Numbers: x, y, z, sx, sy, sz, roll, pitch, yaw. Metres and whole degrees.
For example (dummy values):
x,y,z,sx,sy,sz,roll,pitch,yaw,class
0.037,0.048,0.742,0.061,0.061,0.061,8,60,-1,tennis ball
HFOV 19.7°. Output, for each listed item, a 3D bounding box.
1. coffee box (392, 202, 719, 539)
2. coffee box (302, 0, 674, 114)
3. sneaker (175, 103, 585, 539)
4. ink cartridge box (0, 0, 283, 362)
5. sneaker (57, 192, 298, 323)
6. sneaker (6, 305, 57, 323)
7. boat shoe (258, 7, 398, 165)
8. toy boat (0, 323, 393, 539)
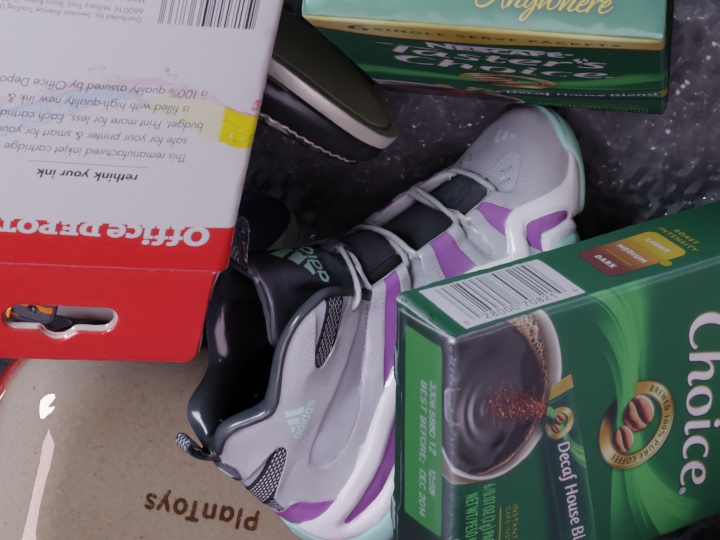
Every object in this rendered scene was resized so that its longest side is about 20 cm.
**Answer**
x,y,z,sx,sy,sz,roll,pitch,yaw,class
0.105,0.047,0.816,0.198,0.044,0.124,-14,119,-29,coffee box
0.053,-0.091,0.745,0.122,0.200,0.044,5,88,7,coffee box
0.000,0.000,0.806,0.140,0.077,0.201,35,80,-38,sneaker
-0.096,-0.067,0.717,0.115,0.067,0.201,3,125,-19,ink cartridge box
-0.126,-0.032,0.873,0.198,0.075,0.085,-1,121,11,sneaker
-0.166,0.014,0.829,0.111,0.078,0.201,11,136,2,sneaker
-0.079,-0.092,0.831,0.198,0.075,0.066,33,108,-4,boat shoe
-0.083,0.093,0.907,0.198,0.130,0.132,13,92,-26,toy boat
